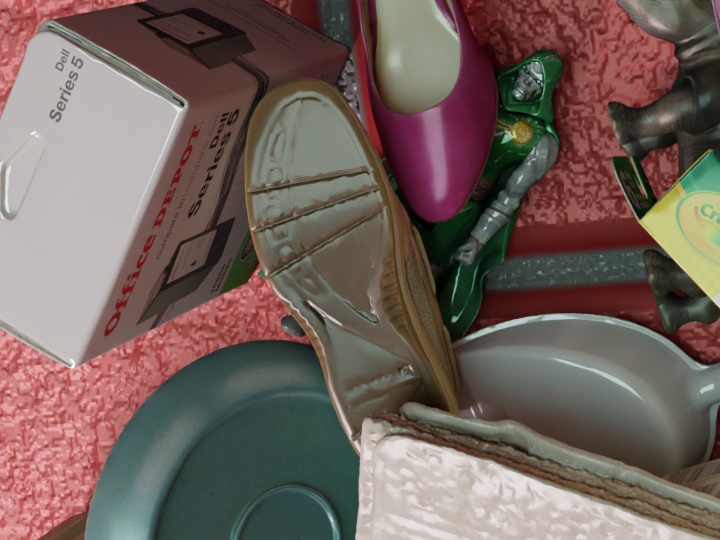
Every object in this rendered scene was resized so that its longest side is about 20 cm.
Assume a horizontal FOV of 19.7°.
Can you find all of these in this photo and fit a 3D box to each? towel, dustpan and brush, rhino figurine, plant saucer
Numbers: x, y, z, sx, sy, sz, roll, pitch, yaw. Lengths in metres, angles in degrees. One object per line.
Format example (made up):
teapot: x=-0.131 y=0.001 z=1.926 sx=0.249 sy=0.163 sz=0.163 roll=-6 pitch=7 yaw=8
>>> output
towel: x=0.089 y=0.138 z=0.966 sx=0.199 sy=0.035 sz=0.133 roll=19 pitch=131 yaw=19
dustpan and brush: x=0.147 y=0.070 z=1.033 sx=0.199 sy=0.057 sz=0.140 roll=-19 pitch=103 yaw=31
rhino figurine: x=0.164 y=-0.074 z=0.983 sx=0.087 sy=0.060 sz=0.202 roll=-13 pitch=95 yaw=11
plant saucer: x=-0.042 y=0.135 z=1.018 sx=0.027 sy=0.199 sz=0.202 roll=5 pitch=107 yaw=56

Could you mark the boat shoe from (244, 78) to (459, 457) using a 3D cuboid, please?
boat shoe: x=0.000 y=0.000 z=1.004 sx=0.072 sy=0.065 sz=0.201 roll=-18 pitch=103 yaw=17

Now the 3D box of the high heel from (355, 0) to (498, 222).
high heel: x=0.018 y=-0.126 z=0.980 sx=0.067 sy=0.096 sz=0.202 roll=-2 pitch=83 yaw=26

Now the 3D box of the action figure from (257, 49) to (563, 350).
action figure: x=0.039 y=-0.033 z=1.048 sx=0.118 sy=0.055 sz=0.200 roll=39 pitch=111 yaw=8

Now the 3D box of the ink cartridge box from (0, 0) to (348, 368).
ink cartridge box: x=-0.101 y=-0.052 z=1.017 sx=0.084 sy=0.200 sz=0.146 roll=30 pitch=111 yaw=13

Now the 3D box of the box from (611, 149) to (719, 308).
box: x=0.190 y=0.015 z=0.894 sx=0.200 sy=0.117 sz=0.048 roll=45 pitch=102 yaw=8

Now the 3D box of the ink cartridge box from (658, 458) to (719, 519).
ink cartridge box: x=0.183 y=0.189 z=0.997 sx=0.145 sy=0.048 sz=0.201 roll=-24 pitch=104 yaw=45

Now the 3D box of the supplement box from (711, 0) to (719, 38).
supplement box: x=0.234 y=-0.099 z=0.873 sx=0.130 sy=0.200 sz=0.104 roll=-11 pitch=98 yaw=22

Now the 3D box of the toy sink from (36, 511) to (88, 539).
toy sink: x=-0.131 y=0.195 z=1.125 sx=0.199 sy=0.130 sz=0.113 roll=-15 pitch=96 yaw=25
